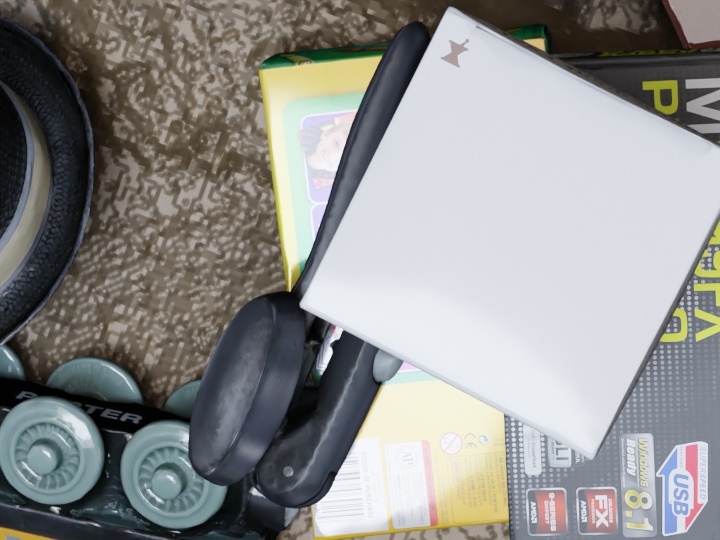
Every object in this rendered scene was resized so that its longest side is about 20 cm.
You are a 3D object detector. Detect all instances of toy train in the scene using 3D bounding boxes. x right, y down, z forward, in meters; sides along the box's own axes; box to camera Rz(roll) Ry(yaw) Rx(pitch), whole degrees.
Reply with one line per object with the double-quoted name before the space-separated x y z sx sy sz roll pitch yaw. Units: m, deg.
"toy train" -0.123 0.098 1.232 0.199 0.085 0.115 11 107 9

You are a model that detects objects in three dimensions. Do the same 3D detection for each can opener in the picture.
"can opener" 0.000 0.000 1.162 0.063 0.079 0.201 28 90 11

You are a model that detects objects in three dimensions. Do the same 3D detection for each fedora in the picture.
"fedora" -0.211 -0.042 1.187 0.200 0.092 0.202 -5 68 13

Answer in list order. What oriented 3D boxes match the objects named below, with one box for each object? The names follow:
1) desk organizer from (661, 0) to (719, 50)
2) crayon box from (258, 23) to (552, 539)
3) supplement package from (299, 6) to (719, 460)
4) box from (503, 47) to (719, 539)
"desk organizer" 0.182 -0.072 1.190 0.077 0.072 0.201 -25 94 10
"crayon box" 0.030 0.005 1.219 0.118 0.058 0.201 -6 96 6
"supplement package" 0.061 -0.016 1.031 0.113 0.200 0.110 27 95 5
"box" 0.134 0.013 1.152 0.159 0.044 0.201 -1 98 10
